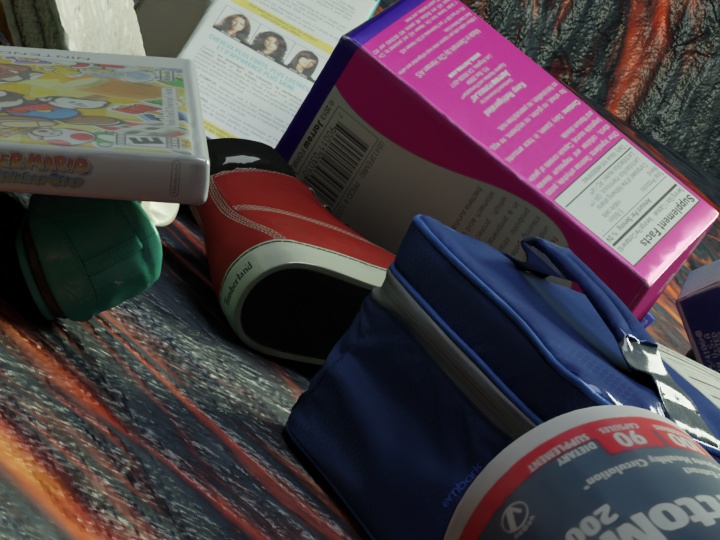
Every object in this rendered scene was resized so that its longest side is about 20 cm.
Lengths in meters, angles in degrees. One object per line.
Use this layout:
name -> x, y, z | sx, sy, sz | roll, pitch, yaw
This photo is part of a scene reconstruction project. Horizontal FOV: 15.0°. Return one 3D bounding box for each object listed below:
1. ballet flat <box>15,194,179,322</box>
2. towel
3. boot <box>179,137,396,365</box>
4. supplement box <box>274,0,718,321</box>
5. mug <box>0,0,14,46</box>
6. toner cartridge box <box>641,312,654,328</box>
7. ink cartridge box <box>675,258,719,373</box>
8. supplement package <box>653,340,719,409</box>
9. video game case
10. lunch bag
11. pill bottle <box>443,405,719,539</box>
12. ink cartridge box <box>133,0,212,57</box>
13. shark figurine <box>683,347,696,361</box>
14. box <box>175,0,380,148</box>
ballet flat -> -0.111, -0.032, 1.180 | 0.200, 0.070, 0.068 | -112, -178, -69
towel -> -0.145, -0.156, 1.352 | 0.034, 0.201, 0.133 | -6, 23, 13
boot -> 0.000, 0.000, 1.361 | 0.199, 0.073, 0.144 | 24, 22, -33
supplement box -> 0.068, -0.040, 1.415 | 0.200, 0.101, 0.103 | 41, 37, 9
mug -> -0.210, -0.178, 1.382 | 0.186, 0.150, 0.153 | 26, 19, -8
toner cartridge box -> 0.118, 0.000, 1.577 | 0.095, 0.043, 0.200 | 50, 4, 11
ink cartridge box -> 0.230, 0.090, 1.518 | 0.200, 0.043, 0.197 | -26, 94, -79
supplement package -> 0.172, 0.131, 1.213 | 0.109, 0.114, 0.200 | 25, 12, -44
video game case -> -0.155, -0.066, 1.124 | 0.181, 0.023, 0.200 | 4, 15, -6
lunch bag -> 0.071, 0.064, 1.154 | 0.135, 0.133, 0.200 | 26, 13, -38
pill bottle -> 0.121, 0.145, 0.964 | 0.119, 0.120, 0.200 | 26, 12, -36
ink cartridge box -> -0.059, -0.109, 1.685 | 0.146, 0.083, 0.200 | 36, 10, 11
shark figurine -> 0.170, 0.080, 1.530 | 0.128, 0.090, 0.214 | 38, 9, 27
box -> -0.056, -0.112, 1.519 | 0.082, 0.049, 0.200 | 29, 42, -2
